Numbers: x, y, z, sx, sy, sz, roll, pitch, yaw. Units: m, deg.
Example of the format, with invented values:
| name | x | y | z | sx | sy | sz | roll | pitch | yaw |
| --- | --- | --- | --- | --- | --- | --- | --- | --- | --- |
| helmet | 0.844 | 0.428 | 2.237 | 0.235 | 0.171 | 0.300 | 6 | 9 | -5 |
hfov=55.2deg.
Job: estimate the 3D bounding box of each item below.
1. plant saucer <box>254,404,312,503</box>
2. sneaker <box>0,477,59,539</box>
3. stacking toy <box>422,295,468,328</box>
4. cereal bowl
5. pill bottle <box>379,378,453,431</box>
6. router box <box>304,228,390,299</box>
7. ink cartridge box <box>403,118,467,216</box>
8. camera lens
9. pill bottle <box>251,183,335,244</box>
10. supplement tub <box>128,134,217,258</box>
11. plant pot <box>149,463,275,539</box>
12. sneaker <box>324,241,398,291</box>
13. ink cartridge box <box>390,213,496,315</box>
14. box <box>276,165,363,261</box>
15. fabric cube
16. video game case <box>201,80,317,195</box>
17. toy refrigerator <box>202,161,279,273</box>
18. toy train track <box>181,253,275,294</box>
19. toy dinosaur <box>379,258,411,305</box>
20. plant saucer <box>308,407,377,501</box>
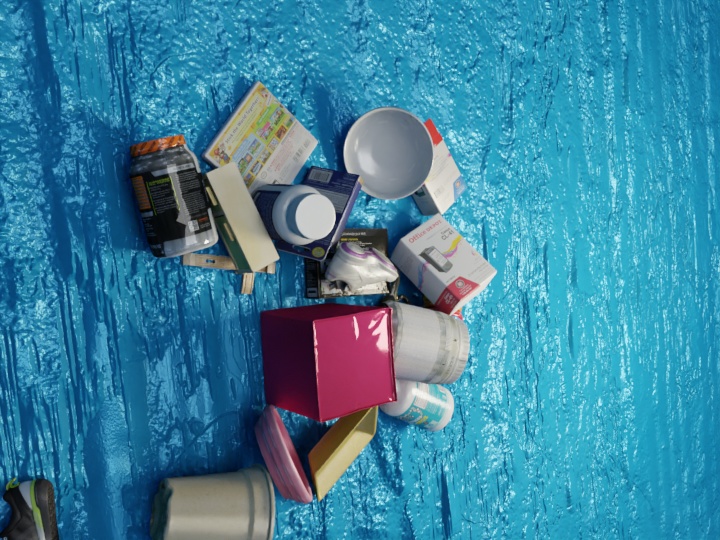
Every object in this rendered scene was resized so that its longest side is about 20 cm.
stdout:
| name | x | y | z | sx | sy | sz | roll | pitch | yaw |
| --- | --- | --- | --- | --- | --- | --- | --- | --- | --- |
| plant saucer | -0.154 | 0.362 | 1.341 | 0.051 | 0.201 | 0.201 | -23 | 107 | -6 |
| sneaker | -0.541 | 0.433 | 1.122 | 0.082 | 0.072 | 0.201 | -3 | 92 | -14 |
| stacking toy | 0.194 | 0.052 | 1.663 | 0.110 | 0.115 | 0.201 | 37 | 50 | -55 |
| cereal bowl | 0.062 | -0.261 | 1.518 | 0.199 | 0.083 | 0.201 | 1 | 107 | 3 |
| pill bottle | 0.114 | 0.292 | 1.586 | 0.200 | 0.111 | 0.111 | 29 | 73 | -34 |
| router box | -0.026 | -0.017 | 1.508 | 0.199 | 0.051 | 0.150 | -2 | 90 | -38 |
| ink cartridge box | 0.159 | -0.244 | 1.638 | 0.116 | 0.067 | 0.200 | -45 | 116 | -28 |
| camera lens | 0.115 | 0.159 | 1.498 | 0.199 | 0.160 | 0.161 | 13 | 82 | -19 |
| pill bottle | -0.130 | -0.107 | 1.306 | 0.110 | 0.200 | 0.112 | -5 | 100 | -31 |
| supplement tub | -0.335 | -0.131 | 1.222 | 0.122 | 0.122 | 0.201 | -21 | 104 | -36 |
| plant pot | -0.276 | 0.450 | 1.251 | 0.183 | 0.200 | 0.202 | 11 | 84 | -27 |
| sneaker | 0.000 | 0.000 | 1.461 | 0.200 | 0.075 | 0.100 | 17 | 113 | -49 |
| ink cartridge box | 0.190 | -0.013 | 1.591 | 0.147 | 0.086 | 0.200 | -34 | 74 | -33 |
| box | -0.084 | -0.115 | 1.421 | 0.201 | 0.121 | 0.032 | -67 | 154 | -16 |
| fabric cube | -0.064 | 0.174 | 1.390 | 0.199 | 0.199 | 0.197 | -6 | 94 | -38 |
| video game case | -0.198 | -0.246 | 1.390 | 0.182 | 0.023 | 0.201 | 43 | 67 | -30 |
| toy refrigerator | -0.236 | -0.096 | 1.297 | 0.070 | 0.076 | 0.201 | -30 | 105 | -29 |
| toy train track | -0.250 | -0.014 | 1.347 | 0.199 | 0.032 | 0.115 | 6 | 87 | -37 |
| toy dinosaur | 0.077 | 0.081 | 1.597 | 0.088 | 0.047 | 0.201 | 29 | 70 | -28 |
| plant saucer | -0.044 | 0.370 | 1.451 | 0.200 | 0.048 | 0.200 | -46 | 157 | -26 |
